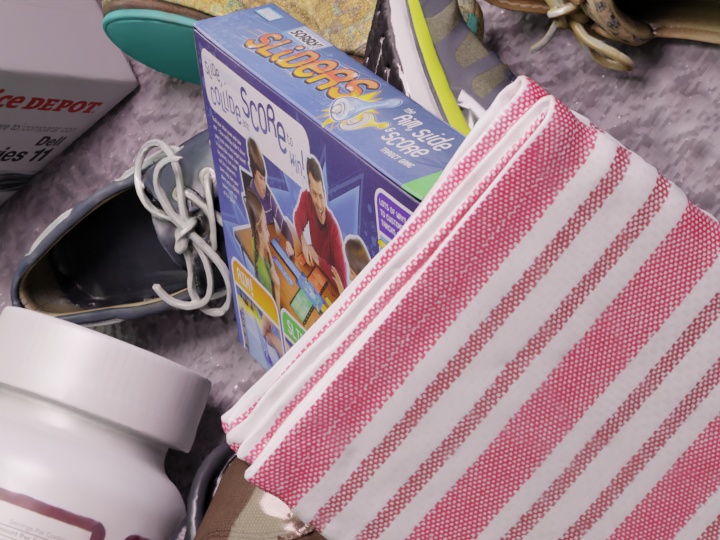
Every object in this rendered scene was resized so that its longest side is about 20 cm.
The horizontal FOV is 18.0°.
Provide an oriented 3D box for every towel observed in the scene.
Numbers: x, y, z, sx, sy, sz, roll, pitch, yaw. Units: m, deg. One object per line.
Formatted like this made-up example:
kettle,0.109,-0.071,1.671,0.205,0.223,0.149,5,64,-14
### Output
towel,0.075,0.049,0.690,0.146,0.200,0.030,-49,25,13

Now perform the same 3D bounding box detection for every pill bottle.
pill bottle,-0.134,0.123,0.907,0.109,0.109,0.201,12,79,45

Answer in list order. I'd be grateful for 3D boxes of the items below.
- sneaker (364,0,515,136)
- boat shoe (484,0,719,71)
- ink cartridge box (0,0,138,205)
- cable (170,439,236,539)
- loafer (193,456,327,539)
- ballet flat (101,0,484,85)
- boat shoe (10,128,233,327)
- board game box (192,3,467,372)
sneaker,0.057,-0.029,0.806,0.074,0.081,0.201,108,144,-59
boat shoe,0.110,-0.107,0.810,0.200,0.073,0.063,2,70,43
ink cartridge box,-0.222,-0.065,1.041,0.200,0.146,0.083,-38,73,25
cable,-0.010,0.134,0.828,0.163,0.051,0.201,3,73,44
loafer,0.018,0.139,0.742,0.071,0.073,0.200,-46,73,3
ballet flat,-0.026,-0.104,0.947,0.200,0.071,0.071,17,83,44
boat shoe,-0.068,-0.021,0.924,0.200,0.062,0.075,-16,103,39
board game box,0.000,0.000,0.779,0.200,0.034,0.136,-138,36,-57
